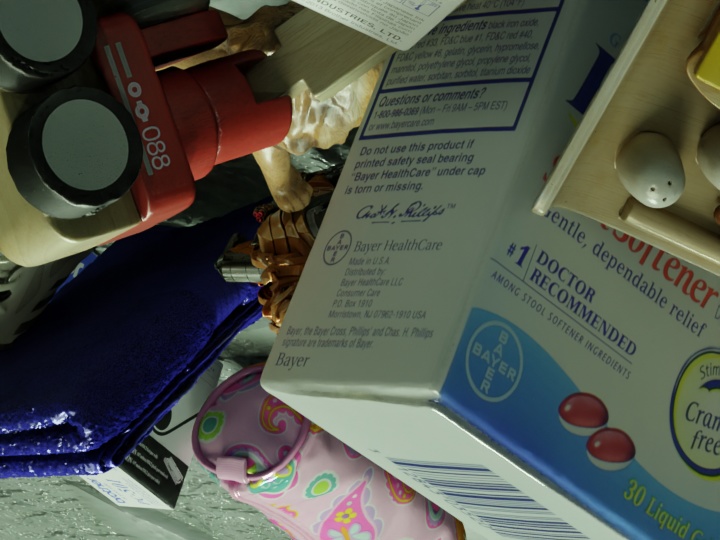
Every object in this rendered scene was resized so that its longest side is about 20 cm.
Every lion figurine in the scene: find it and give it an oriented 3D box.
[{"bbox_3d":[-0.071,-0.093,1.229,0.199,0.073,0.123,14,154,16],"label":"lion figurine"}]

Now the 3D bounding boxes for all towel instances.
[{"bbox_3d":[-0.115,0.037,1.397,0.147,0.200,0.050,-12,112,44],"label":"towel"}]

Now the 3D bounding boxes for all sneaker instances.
[{"bbox_3d":[-0.162,-0.017,1.347,0.076,0.116,0.201,28,175,11],"label":"sneaker"}]

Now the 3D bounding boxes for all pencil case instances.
[{"bbox_3d":[-0.014,0.129,1.677,0.087,0.088,0.200,2,152,33],"label":"pencil case"}]

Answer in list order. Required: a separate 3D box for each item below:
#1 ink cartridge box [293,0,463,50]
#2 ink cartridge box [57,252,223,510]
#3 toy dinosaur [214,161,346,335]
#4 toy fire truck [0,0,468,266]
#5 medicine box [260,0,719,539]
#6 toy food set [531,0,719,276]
[{"bbox_3d":[0.006,-0.163,1.002,0.136,0.077,0.200,23,158,-15],"label":"ink cartridge box"},{"bbox_3d":[-0.156,0.047,1.580,0.044,0.094,0.200,1,152,35],"label":"ink cartridge box"},{"bbox_3d":[0.000,0.000,1.280,0.135,0.200,0.102,-7,129,9],"label":"toy dinosaur"},{"bbox_3d":[-0.072,-0.114,1.123,0.200,0.177,0.129,-18,177,-32],"label":"toy fire truck"},{"bbox_3d":[0.084,0.000,1.155,0.103,0.200,0.182,0,152,48],"label":"medicine box"},{"bbox_3d":[0.180,-0.044,1.053,0.200,0.144,0.060,24,-163,-15],"label":"toy food set"}]
